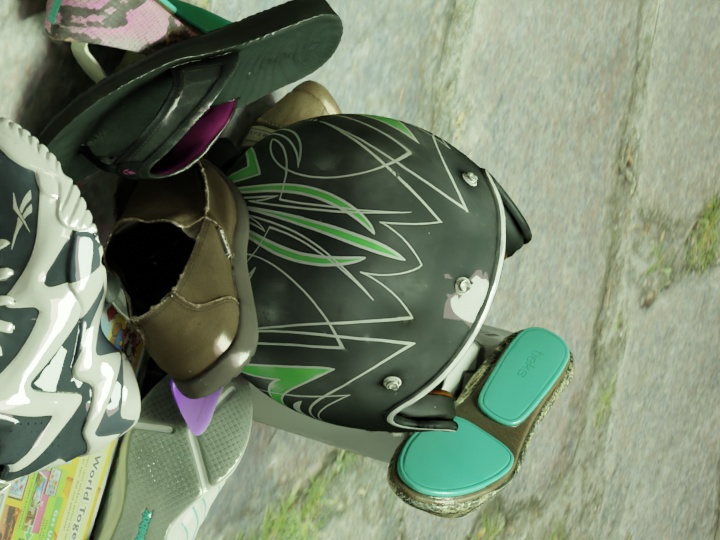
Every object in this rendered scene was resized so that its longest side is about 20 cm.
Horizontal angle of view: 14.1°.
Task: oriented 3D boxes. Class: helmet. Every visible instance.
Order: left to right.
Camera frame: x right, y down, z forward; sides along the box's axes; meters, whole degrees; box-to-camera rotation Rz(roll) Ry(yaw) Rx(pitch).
[{"bbox_3d":[0.000,0.000,1.703,0.191,0.200,0.200,39,68,-65],"label":"helmet"}]

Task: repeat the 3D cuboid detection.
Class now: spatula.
[{"bbox_3d":[-0.129,0.023,1.669,0.200,0.021,0.057,51,46,-39],"label":"spatula"}]

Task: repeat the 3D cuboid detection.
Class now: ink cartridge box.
[{"bbox_3d":[0.013,0.068,1.917,0.200,0.146,0.084,3,101,-64],"label":"ink cartridge box"}]

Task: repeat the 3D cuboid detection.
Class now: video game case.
[{"bbox_3d":[-0.190,0.096,1.647,0.182,0.023,0.200,29,76,-65],"label":"video game case"}]

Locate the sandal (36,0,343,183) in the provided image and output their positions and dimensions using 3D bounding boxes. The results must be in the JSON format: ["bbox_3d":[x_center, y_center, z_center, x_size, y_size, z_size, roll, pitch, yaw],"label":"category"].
[{"bbox_3d":[-0.092,-0.092,1.614,0.200,0.048,0.075,-27,154,-17],"label":"sandal"}]

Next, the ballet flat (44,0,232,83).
[{"bbox_3d":[-0.119,-0.128,1.641,0.071,0.069,0.200,-58,151,4],"label":"ballet flat"}]

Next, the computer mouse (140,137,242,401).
[{"bbox_3d":[-0.111,0.013,1.770,0.059,0.034,0.200,-11,120,-64],"label":"computer mouse"}]

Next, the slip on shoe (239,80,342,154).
[{"bbox_3d":[-0.016,-0.049,1.884,0.061,0.076,0.200,-60,144,-19],"label":"slip on shoe"}]

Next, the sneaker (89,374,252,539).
[{"bbox_3d":[-0.127,0.143,1.752,0.201,0.070,0.080,-66,-171,-16],"label":"sneaker"}]

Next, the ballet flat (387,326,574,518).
[{"bbox_3d":[0.073,0.111,1.828,0.200,0.068,0.075,-46,163,-47],"label":"ballet flat"}]

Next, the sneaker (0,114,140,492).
[{"bbox_3d":[-0.200,0.027,1.516,0.130,0.079,0.199,-36,125,-38],"label":"sneaker"}]

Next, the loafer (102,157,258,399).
[{"bbox_3d":[-0.103,-0.016,1.602,0.073,0.200,0.071,-38,125,11],"label":"loafer"}]
